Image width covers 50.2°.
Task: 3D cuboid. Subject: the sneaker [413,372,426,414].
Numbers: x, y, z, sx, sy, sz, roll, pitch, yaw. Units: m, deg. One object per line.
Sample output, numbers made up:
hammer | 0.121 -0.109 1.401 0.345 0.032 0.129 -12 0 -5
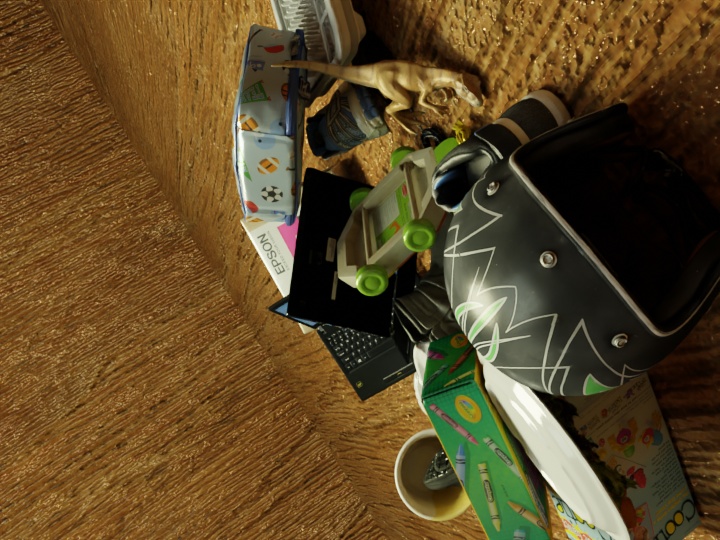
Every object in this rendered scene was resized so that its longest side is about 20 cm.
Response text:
sneaker | 0.158 0.217 1.172 0.201 0.075 0.082 55 148 -9

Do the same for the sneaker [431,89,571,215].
sneaker | 0.104 -0.080 0.696 0.073 0.111 0.200 54 163 13

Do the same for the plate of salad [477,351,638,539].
plate of salad | 0.167 0.140 0.655 0.201 0.048 0.200 55 177 5

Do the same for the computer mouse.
computer mouse | 0.044 -0.173 0.839 0.201 0.034 0.059 57 162 3

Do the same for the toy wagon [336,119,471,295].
toy wagon | 0.047 -0.068 0.789 0.039 0.200 0.156 34 -152 -26

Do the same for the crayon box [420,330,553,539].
crayon box | 0.129 0.173 0.772 0.202 0.058 0.119 64 -164 -14

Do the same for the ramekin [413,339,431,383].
ramekin | 0.162 0.150 0.970 0.203 0.094 0.203 50 162 23

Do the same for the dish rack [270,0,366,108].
dish rack | -0.049 -0.284 0.837 0.200 0.043 0.174 163 90 -73

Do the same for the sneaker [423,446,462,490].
sneaker | 0.172 0.290 1.110 0.091 0.076 0.199 48 133 -11

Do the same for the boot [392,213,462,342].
boot | 0.085 0.006 0.867 0.200 0.130 0.068 50 162 23

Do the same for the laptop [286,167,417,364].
laptop | 0.000 0.000 0.921 0.103 0.198 0.180 146 134 -60

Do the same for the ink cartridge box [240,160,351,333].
ink cartridge box | -0.055 -0.032 1.130 0.202 0.163 0.075 61 -163 -12

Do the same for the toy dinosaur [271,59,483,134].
toy dinosaur | 0.026 -0.188 0.754 0.197 0.061 0.106 8 163 15

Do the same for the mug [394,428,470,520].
mug | 0.135 0.372 1.365 0.188 0.148 0.153 62 172 7

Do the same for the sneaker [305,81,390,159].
sneaker | -0.029 -0.175 0.914 0.078 0.085 0.200 60 178 -10

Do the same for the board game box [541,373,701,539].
board game box | 0.247 0.190 0.782 0.202 0.104 0.103 64 162 -18

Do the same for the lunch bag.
lunch bag | -0.094 -0.162 0.843 0.201 0.074 0.162 100 174 -48

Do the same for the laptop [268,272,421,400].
laptop | 0.010 0.077 1.052 0.201 0.176 0.103 57 -161 -6

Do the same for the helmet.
helmet | 0.152 -0.005 0.556 0.200 0.190 0.201 50 162 22
